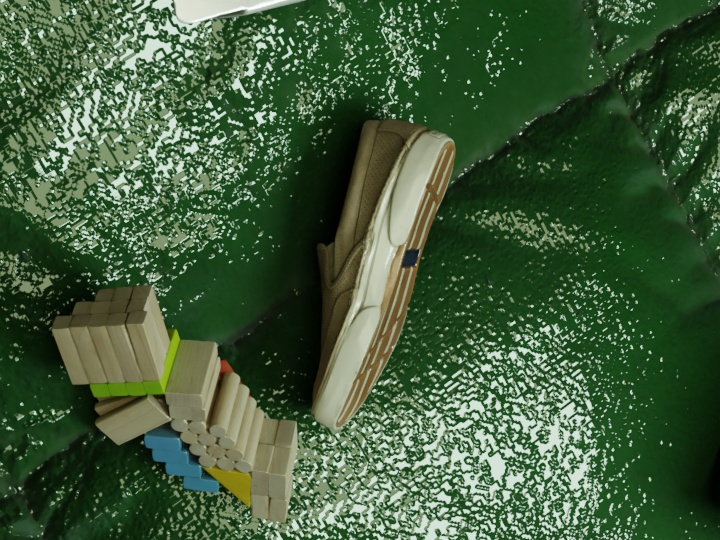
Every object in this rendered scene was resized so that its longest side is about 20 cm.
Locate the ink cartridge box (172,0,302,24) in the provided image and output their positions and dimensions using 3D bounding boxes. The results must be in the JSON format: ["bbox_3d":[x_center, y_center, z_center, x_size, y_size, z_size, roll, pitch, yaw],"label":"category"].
[{"bbox_3d":[-0.044,-0.224,0.993,0.199,0.067,0.118,-18,103,-23],"label":"ink cartridge box"}]

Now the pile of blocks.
[{"bbox_3d":[-0.110,0.077,1.005,0.200,0.082,0.062,50,31,-29],"label":"pile of blocks"}]

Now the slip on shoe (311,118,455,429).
[{"bbox_3d":[0.000,0.000,1.042,0.060,0.076,0.201,20,95,15],"label":"slip on shoe"}]
